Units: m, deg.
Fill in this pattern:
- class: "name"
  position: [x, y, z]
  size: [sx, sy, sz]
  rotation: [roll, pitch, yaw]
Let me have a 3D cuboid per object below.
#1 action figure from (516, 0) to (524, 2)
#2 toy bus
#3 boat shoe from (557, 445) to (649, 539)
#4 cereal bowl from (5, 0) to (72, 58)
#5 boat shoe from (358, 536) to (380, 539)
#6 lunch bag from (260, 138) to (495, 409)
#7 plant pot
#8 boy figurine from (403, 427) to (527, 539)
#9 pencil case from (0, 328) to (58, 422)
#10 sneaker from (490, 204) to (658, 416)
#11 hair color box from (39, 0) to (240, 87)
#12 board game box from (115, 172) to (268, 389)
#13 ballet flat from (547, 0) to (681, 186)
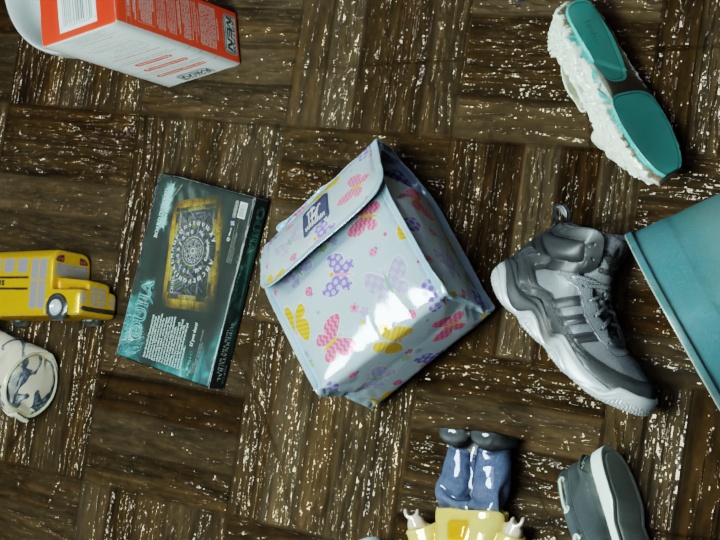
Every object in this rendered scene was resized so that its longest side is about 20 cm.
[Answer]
- class: "action figure"
  position: [0.202, -0.342, 1.559]
  size: [0.193, 0.104, 0.201]
  rotation: [30, 127, 38]
- class: "toy bus"
  position: [-0.361, 0.020, 1.868]
  size: [0.199, 0.065, 0.079]
  rotation: [-2, 81, 33]
- class: "boat shoe"
  position: [0.217, 0.251, 1.456]
  size: [0.060, 0.075, 0.201]
  rotation: [-32, 47, 31]
- class: "cereal bowl"
  position: [-0.291, -0.326, 1.857]
  size: [0.199, 0.083, 0.202]
  rotation: [-4, 82, 32]
- class: "boat shoe"
  position: [-0.051, 0.326, 1.625]
  size: [0.199, 0.072, 0.062]
  rotation: [-36, 64, 21]
- class: "lunch bag"
  position: [0.000, 0.000, 1.606]
  size: [0.169, 0.127, 0.201]
  rotation: [-38, 59, 21]
- class: "plant pot"
  position: [0.340, 0.012, 1.356]
  size: [0.187, 0.200, 0.201]
  rotation: [-30, 68, 9]
- class: "boy figurine"
  position: [0.091, 0.245, 1.550]
  size: [0.124, 0.064, 0.202]
  rotation: [7, 84, 30]
- class: "pencil case"
  position: [-0.426, 0.101, 1.890]
  size: [0.199, 0.078, 0.090]
  rotation: [20, 85, 33]
- class: "sneaker"
  position: [0.207, 0.029, 1.494]
  size: [0.200, 0.075, 0.114]
  rotation: [47, 111, 31]
- class: "hair color box"
  position: [-0.222, -0.245, 1.732]
  size: [0.101, 0.200, 0.062]
  rotation: [-13, 77, 30]
- class: "board game box"
  position: [-0.176, 0.009, 1.772]
  size: [0.135, 0.028, 0.202]
  rotation: [16, 93, 33]
- class: "ballet flat"
  position: [0.224, -0.151, 1.525]
  size: [0.072, 0.072, 0.201]
  rotation: [-34, 65, 24]
